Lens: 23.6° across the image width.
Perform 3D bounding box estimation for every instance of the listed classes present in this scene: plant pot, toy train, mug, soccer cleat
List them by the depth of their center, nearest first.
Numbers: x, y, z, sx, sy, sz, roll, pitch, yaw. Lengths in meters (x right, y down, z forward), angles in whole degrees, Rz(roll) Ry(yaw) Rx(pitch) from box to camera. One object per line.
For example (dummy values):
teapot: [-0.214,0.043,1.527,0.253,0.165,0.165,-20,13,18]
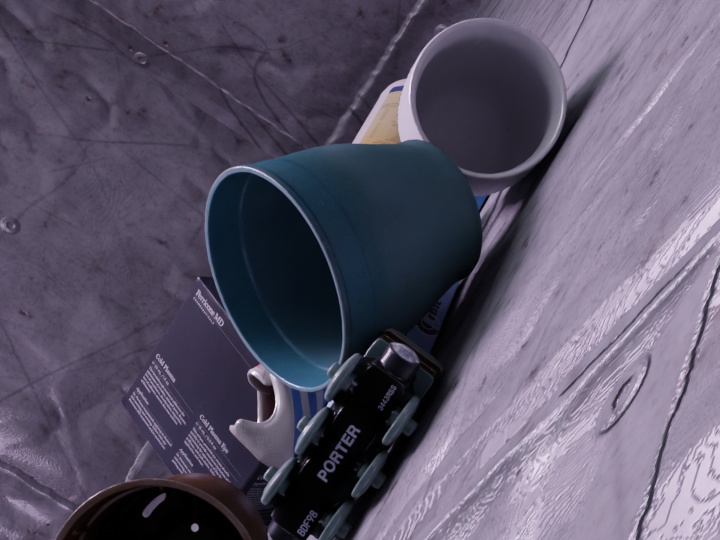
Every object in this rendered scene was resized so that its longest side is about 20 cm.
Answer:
toy train: [-0.006,0.137,1.404,0.201,0.085,0.114,-58,-8,18]
plant pot: [-0.004,-0.024,1.499,0.187,0.201,0.200,-25,-15,-32]
soccer cleat: [-0.051,0.088,1.582,0.201,0.086,0.070,-63,7,-31]
plant pot: [-0.171,0.276,1.601,0.201,0.199,0.198,-57,-3,6]
mug: [0.096,-0.120,1.624,0.175,0.147,0.202,127,167,-81]

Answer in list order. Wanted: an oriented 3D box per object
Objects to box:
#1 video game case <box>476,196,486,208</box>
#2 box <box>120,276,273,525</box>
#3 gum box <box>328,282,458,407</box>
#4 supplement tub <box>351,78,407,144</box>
video game case: [0.091,-0.038,1.896,0.144,0.018,0.200,-60,5,-19]
box: [-0.129,0.140,1.832,0.104,0.200,0.183,2,-50,-50]
gum box: [0.015,0.096,1.633,0.200,0.044,0.171,-55,6,44]
supplement tub: [0.050,-0.115,2.070,0.201,0.144,0.144,-60,5,-30]
